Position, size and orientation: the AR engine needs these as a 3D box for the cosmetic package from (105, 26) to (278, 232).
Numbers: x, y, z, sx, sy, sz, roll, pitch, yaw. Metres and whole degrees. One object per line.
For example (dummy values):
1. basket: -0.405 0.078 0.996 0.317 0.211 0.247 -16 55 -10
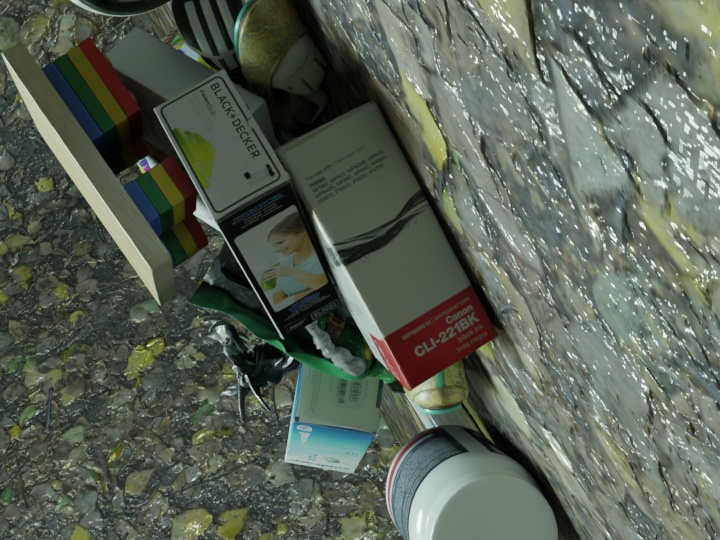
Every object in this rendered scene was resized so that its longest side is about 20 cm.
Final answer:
1. cosmetic package: -0.137 -0.106 0.894 0.150 0.052 0.201 30 157 22

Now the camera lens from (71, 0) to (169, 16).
1. camera lens: -0.248 -0.357 0.957 0.201 0.159 0.160 55 173 35

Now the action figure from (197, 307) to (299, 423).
1. action figure: -0.108 0.051 1.003 0.102 0.119 0.201 37 -142 -22

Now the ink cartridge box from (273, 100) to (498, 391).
1. ink cartridge box: 0.011 -0.024 0.780 0.201 0.083 0.144 60 175 -9

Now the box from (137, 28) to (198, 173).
1. box: -0.219 -0.203 1.307 0.201 0.192 0.122 61 173 -25

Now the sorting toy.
1. sorting toy: -0.202 -0.084 0.840 0.201 0.069 0.199 54 166 3

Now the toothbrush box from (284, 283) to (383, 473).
1. toothbrush box: -0.025 0.119 1.045 0.200 0.084 0.148 109 170 -66

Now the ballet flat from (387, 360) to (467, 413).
1. ballet flat: 0.064 0.094 0.983 0.071 0.070 0.200 60 175 -4

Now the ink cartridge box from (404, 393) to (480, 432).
1. ink cartridge box: 0.093 0.174 1.254 0.201 0.044 0.177 56 172 31

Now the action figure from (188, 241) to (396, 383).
1. action figure: -0.047 0.044 0.895 0.199 0.055 0.118 31 -149 -7

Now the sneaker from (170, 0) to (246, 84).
1. sneaker: -0.135 -0.245 0.844 0.116 0.075 0.202 66 -171 -70

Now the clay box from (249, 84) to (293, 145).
1. clay box: -0.103 -0.201 1.041 0.116 0.047 0.200 63 172 -31

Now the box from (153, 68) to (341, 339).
1. box: -0.081 -0.044 0.765 0.117 0.060 0.200 58 174 27

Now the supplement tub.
1. supplement tub: 0.107 0.242 0.998 0.141 0.140 0.200 60 174 -7

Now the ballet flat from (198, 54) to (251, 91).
1. ballet flat: -0.124 -0.142 0.967 0.067 0.067 0.201 53 170 48

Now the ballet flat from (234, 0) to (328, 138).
1. ballet flat: -0.057 -0.162 0.822 0.071 0.070 0.200 58 173 11
